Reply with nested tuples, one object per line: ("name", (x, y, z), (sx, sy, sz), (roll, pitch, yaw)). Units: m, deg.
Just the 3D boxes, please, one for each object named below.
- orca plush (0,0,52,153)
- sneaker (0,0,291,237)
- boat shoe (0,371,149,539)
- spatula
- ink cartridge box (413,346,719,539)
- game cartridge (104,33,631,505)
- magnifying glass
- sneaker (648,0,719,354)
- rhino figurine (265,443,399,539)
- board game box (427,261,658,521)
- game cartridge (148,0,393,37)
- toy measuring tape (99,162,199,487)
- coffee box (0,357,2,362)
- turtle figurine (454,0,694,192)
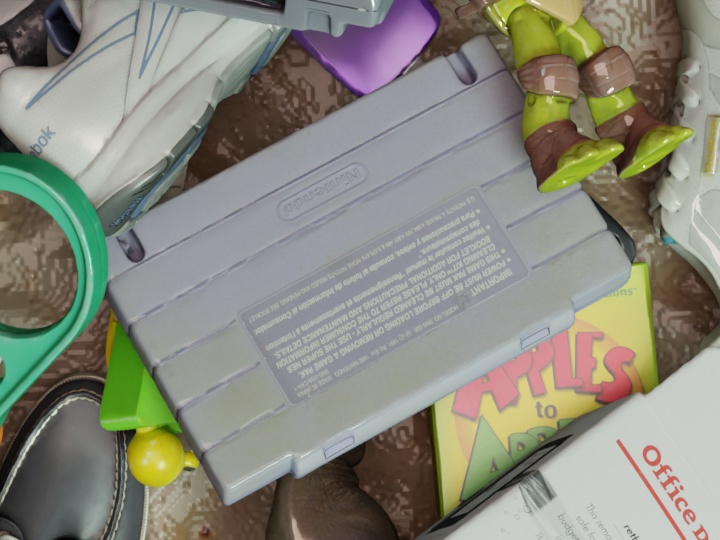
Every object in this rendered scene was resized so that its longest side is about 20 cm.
("orca plush", (-0.168, -0.085, 1.197), (0.200, 0.071, 0.105), (-47, 46, -11))
("sneaker", (-0.080, -0.104, 1.141), (0.087, 0.075, 0.200), (37, 48, -1))
("boat shoe", (-0.140, 0.143, 1.180), (0.072, 0.063, 0.201), (18, 89, -1))
("spatula", (0.046, -0.068, 1.194), (0.057, 0.021, 0.200), (-45, 72, -1))
("ink cartridge box", (0.093, 0.133, 1.119), (0.199, 0.068, 0.116), (-34, 91, -23))
("game cartridge", (0.000, 0.000, 1.140), (0.199, 0.038, 0.130), (-28, 79, -12))
("magnifying glass", (-0.155, 0.044, 1.115), (0.079, 0.022, 0.201), (21, 119, 10))
("sneaker", (0.163, -0.051, 1.185), (0.080, 0.077, 0.201), (-15, 88, 1))
("rhino figurine", (-0.009, 0.123, 1.164), (0.059, 0.087, 0.201), (-13, 74, 27))
("board game box", (0.083, 0.101, 1.194), (0.101, 0.048, 0.202), (-5, 89, -1))
("game cartridge", (-0.073, -0.156, 1.136), (0.199, 0.134, 0.041), (11, 120, 8))
("toy measuring tape", (-0.068, 0.000, 1.192), (0.073, 0.074, 0.201), (10, 71, -1))
("coffee box", (-0.255, 0.073, 1.145), (0.114, 0.080, 0.201), (35, 89, -40))
("turtle figurine", (0.069, -0.115, 1.135), (0.064, 0.200, 0.162), (-28, 78, 30))
